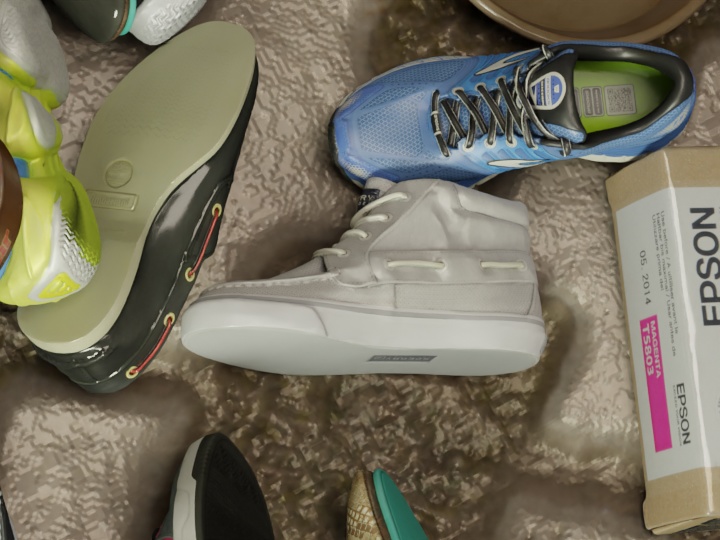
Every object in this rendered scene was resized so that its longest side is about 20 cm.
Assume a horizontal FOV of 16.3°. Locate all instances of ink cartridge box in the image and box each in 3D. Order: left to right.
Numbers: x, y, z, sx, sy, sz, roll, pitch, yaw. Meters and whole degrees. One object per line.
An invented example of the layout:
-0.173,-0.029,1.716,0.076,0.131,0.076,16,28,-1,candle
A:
0.230,0.035,1.353,0.164,0.075,0.201,-2,80,-20,ink cartridge box

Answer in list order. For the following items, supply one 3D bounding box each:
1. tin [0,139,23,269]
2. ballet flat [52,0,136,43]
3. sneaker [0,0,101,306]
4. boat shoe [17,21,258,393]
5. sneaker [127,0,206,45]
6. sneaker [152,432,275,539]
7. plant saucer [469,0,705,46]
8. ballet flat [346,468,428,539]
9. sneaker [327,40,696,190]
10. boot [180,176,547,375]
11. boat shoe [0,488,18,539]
-0.247,-0.049,1.184,0.200,0.042,0.112,32,79,22,tin
-0.165,-0.207,1.276,0.068,0.068,0.201,-1,68,-30,ballet flat
-0.195,-0.067,1.233,0.105,0.076,0.200,-21,58,9,sneaker
-0.105,-0.034,1.266,0.073,0.063,0.202,13,66,28,boat shoe
-0.099,-0.217,1.302,0.114,0.075,0.200,30,68,-6,sneaker
-0.107,0.172,1.211,0.084,0.120,0.200,54,23,-33,sneaker
0.116,-0.215,1.394,0.199,0.029,0.201,4,78,-18,plant saucer
0.030,0.196,1.254,0.065,0.070,0.200,-34,73,14,ballet flat
0.081,-0.088,1.314,0.199,0.089,0.079,-11,82,-6,sneaker
0.000,0.000,1.294,0.199,0.074,0.096,4,71,-26,boot
-0.205,0.093,1.199,0.072,0.068,0.201,-15,83,-20,boat shoe
